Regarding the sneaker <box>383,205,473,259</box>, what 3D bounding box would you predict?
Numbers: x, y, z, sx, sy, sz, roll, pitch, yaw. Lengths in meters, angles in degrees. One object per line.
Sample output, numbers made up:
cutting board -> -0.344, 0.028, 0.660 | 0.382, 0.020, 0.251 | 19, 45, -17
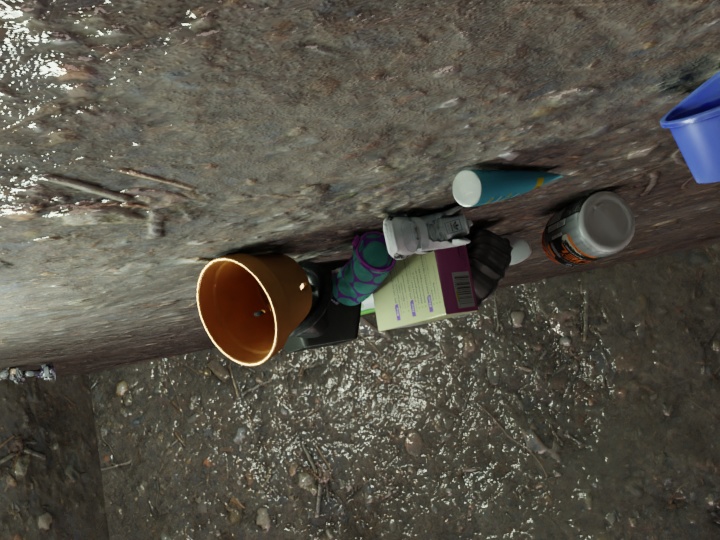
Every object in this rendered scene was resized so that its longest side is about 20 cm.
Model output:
sneaker -> 0.118, -0.069, 1.177 | 0.114, 0.076, 0.199 | -15, 176, 25

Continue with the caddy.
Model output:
caddy -> 0.422, -0.176, 0.728 | 0.198, 0.106, 0.141 | -18, -166, 40

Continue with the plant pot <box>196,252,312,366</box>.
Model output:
plant pot -> -0.181, 0.055, 1.267 | 0.198, 0.203, 0.139 | -17, -174, 40

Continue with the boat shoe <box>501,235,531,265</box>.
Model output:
boat shoe -> 0.327, -0.041, 1.683 | 0.198, 0.073, 0.065 | -16, 175, 36

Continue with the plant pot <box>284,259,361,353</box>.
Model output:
plant pot -> -0.106, 0.089, 1.604 | 0.197, 0.180, 0.199 | -6, 171, -26

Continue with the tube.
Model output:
tube -> 0.214, -0.126, 1.020 | 0.198, 0.051, 0.077 | -11, -178, -43

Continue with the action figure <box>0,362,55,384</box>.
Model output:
action figure -> -1.240, 0.386, 2.571 | 0.198, 0.071, 0.130 | -3, 174, -30

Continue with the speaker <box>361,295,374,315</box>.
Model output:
speaker -> 0.003, 0.098, 2.174 | 0.198, 0.090, 0.088 | -16, 171, 34

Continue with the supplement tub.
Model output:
supplement tub -> 0.446, -0.077, 1.388 | 0.121, 0.124, 0.200 | -9, 172, -10

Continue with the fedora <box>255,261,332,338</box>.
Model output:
fedora -> -0.121, 0.077, 1.421 | 0.198, 0.203, 0.092 | -15, 136, 25

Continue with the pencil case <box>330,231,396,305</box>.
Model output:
pencil case -> 0.000, 0.000, 1.342 | 0.092, 0.086, 0.200 | 32, 151, -4

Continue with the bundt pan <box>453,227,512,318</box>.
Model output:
bundt pan -> 0.219, -0.006, 1.443 | 0.075, 0.203, 0.201 | 35, 155, -16

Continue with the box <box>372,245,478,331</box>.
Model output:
box -> 0.117, 0.015, 1.378 | 0.096, 0.179, 0.199 | -3, 169, -40
